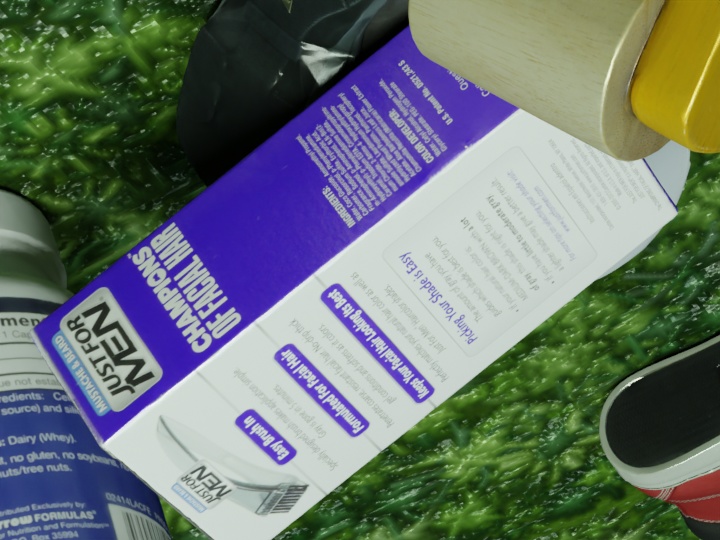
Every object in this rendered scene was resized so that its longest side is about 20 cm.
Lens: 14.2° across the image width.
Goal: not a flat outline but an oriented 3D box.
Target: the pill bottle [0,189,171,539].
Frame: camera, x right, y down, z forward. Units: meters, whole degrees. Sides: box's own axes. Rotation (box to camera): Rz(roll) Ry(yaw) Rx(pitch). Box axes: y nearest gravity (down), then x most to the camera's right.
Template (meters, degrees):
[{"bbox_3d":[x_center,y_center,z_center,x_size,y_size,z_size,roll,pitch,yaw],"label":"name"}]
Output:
[{"bbox_3d":[-0.134,0.073,1.036,0.115,0.200,0.116,-13,145,-10],"label":"pill bottle"}]

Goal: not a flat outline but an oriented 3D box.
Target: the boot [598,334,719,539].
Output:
[{"bbox_3d":[0.226,0.066,1.338,0.199,0.073,0.144,-23,148,19],"label":"boot"}]

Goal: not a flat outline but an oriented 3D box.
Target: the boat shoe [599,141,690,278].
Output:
[{"bbox_3d":[0.082,-0.068,1.079,0.068,0.057,0.200,-24,148,-10],"label":"boat shoe"}]

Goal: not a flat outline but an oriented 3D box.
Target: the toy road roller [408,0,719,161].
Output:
[{"bbox_3d":[0.112,-0.137,0.901,0.146,0.123,0.201,5,112,-58],"label":"toy road roller"}]

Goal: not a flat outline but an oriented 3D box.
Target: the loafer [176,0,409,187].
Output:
[{"bbox_3d":[-0.002,-0.108,0.979,0.072,0.073,0.200,-26,155,-42],"label":"loafer"}]

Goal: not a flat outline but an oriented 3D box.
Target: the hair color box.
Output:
[{"bbox_3d":[0.000,0.000,0.981,0.200,0.065,0.109,-40,144,1],"label":"hair color box"}]
